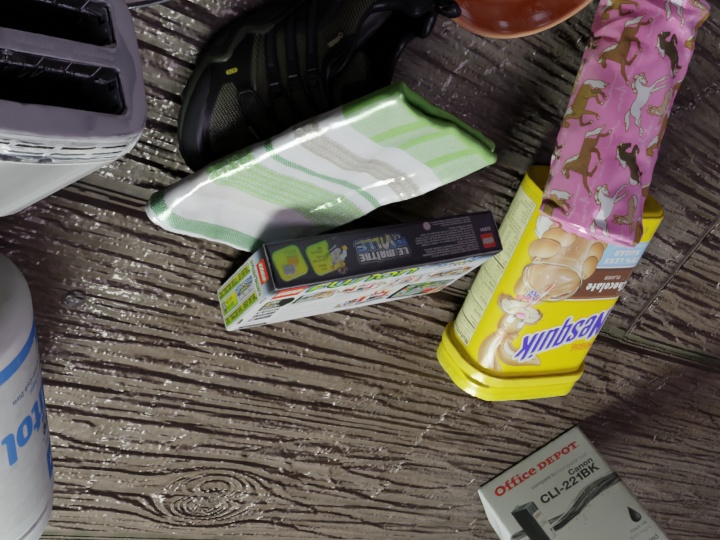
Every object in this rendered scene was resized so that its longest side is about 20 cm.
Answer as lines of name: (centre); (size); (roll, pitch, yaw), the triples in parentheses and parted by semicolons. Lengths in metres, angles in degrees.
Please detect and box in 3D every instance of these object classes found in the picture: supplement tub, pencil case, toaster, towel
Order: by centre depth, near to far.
toaster: (-0.198, -0.091, 0.542); (0.128, 0.115, 0.199); (-14, 171, 35)
supplement tub: (-0.269, 0.092, 0.696); (0.130, 0.132, 0.202); (-15, 136, -23)
towel: (-0.023, -0.057, 0.716); (0.198, 0.031, 0.149); (-20, 163, 27)
pencil case: (0.200, -0.122, 0.821); (0.086, 0.082, 0.203); (-4, 110, -69)

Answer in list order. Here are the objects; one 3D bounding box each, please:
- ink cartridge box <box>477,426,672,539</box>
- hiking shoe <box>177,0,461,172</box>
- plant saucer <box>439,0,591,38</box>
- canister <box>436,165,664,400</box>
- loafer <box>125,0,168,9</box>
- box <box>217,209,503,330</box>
ink cartridge box: (0.244, 0.296, 1.205); (0.143, 0.200, 0.084); (-31, 136, -7)
hiking shoe: (-0.033, -0.124, 0.684); (0.200, 0.101, 0.076); (-43, 138, 7)
plant saucer: (0.120, -0.254, 0.725); (0.198, 0.032, 0.202); (-21, 138, -20)
canister: (0.169, 0.012, 0.971); (0.147, 0.087, 0.202); (0, 126, -34)
loafer: (-0.109, -0.185, 0.611); (0.197, 0.073, 0.063); (-15, 155, -16)
box: (0.000, 0.000, 0.836); (0.198, 0.035, 0.110); (-9, 166, -29)
